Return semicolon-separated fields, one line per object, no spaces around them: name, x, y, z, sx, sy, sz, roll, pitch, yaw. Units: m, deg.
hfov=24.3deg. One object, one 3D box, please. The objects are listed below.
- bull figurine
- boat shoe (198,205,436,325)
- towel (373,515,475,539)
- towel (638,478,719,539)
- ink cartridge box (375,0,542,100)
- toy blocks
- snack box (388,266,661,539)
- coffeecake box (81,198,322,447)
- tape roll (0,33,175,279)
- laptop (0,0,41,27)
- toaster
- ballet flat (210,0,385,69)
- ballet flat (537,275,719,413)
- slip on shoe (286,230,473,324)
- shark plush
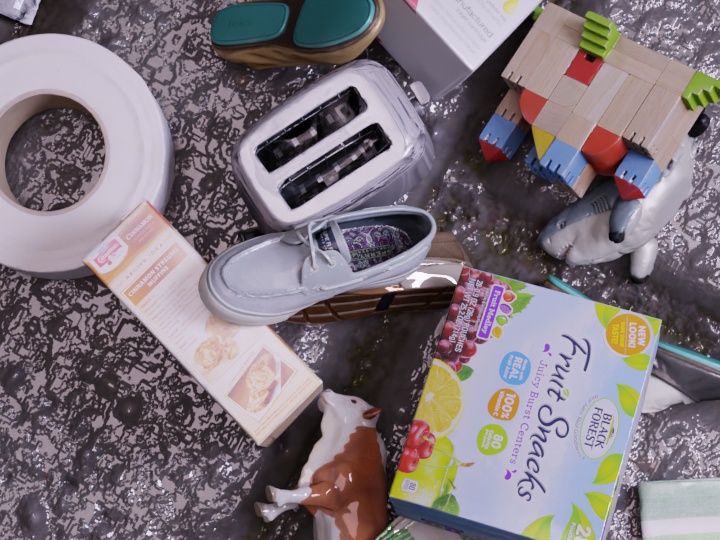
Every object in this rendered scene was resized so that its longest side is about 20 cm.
bull figurine;-0.020;0.202;1.365;0.121;0.065;0.201;-16;96;-25
boat shoe;-0.030;-0.014;1.291;0.200;0.072;0.070;-14;68;-31
towel;0.087;0.238;1.364;0.200;0.023;0.153;-42;109;-14
towel;0.315;0.273;1.388;0.151;0.023;0.202;-4;85;1
ink cartridge box;0.089;-0.265;1.380;0.145;0.083;0.200;46;66;-6
toy blocks;0.186;-0.127;1.379;0.199;0.100;0.137;31;86;30
snack box;0.132;0.116;1.317;0.168;0.068;0.201;16;71;13
coffeecake box;-0.123;0.047;1.354;0.073;0.154;0.200;-44;86;-5
tape roll;-0.260;-0.095;1.411;0.201;0.071;0.204;0;85;0
laptop;-0.360;-0.332;1.465;0.199;0.103;0.178;18;84;28
toaster;-0.031;-0.091;1.380;0.199;0.129;0.114;-32;84;-2
ballet flat;-0.040;-0.197;1.375;0.199;0.063;0.069;7;72;45
ballet flat;0.226;0.075;1.399;0.199;0.068;0.069;27;95;13
slip on shoe;0.000;0.000;1.382;0.199;0.076;0.061;-5;68;-19
shark plush;0.233;-0.087;1.412;0.083;0.091;0.201;31;91;34
